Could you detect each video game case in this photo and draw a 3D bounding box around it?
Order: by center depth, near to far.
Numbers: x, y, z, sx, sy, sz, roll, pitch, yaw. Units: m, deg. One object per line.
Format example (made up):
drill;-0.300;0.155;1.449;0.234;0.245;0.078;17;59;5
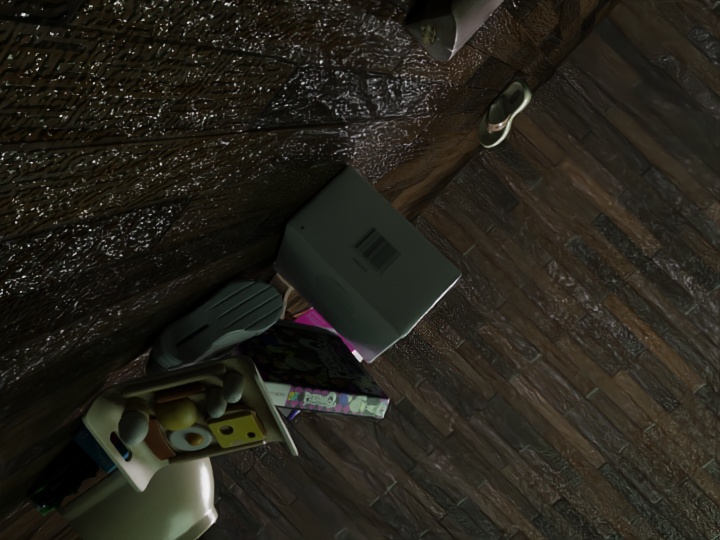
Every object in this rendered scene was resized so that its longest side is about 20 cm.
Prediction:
video game case;-0.082;0.119;0.980;0.200;0.181;0.036;45;-62;58

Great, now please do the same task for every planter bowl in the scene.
planter bowl;-0.275;0.310;1.006;0.200;0.135;0.200;-35;180;0

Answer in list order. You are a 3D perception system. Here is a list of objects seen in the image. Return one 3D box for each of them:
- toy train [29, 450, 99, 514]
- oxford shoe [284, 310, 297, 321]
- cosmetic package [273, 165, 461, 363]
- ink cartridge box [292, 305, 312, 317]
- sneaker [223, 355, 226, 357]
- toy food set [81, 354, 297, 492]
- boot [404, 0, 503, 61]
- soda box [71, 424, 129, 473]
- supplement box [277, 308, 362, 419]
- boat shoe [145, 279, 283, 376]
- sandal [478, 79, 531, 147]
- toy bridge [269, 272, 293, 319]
toy train;-0.366;0.257;1.032;0.056;0.042;0.200;-33;-174;45
oxford shoe;-0.148;0.087;1.206;0.071;0.071;0.200;-40;165;9
cosmetic package;0.000;0.000;1.013;0.123;0.199;0.200;-44;177;-21
ink cartridge box;-0.150;0.114;1.383;0.200;0.044;0.174;-25;-179;9
sneaker;-0.218;0.135;1.215;0.100;0.070;0.200;-51;-177;-20
toy food set;-0.184;0.179;0.838;0.199;0.144;0.060;-14;-143;8
boot;0.126;-0.264;0.611;0.200;0.064;0.186;-40;174;-6
soda box;-0.286;0.191;0.986;0.068;0.064;0.200;-46;176;7
supplement box;-0.067;0.128;1.203;0.200;0.103;0.101;-31;159;-49
boat shoe;-0.178;0.068;0.904;0.071;0.072;0.200;-37;172;41
sandal;0.333;-0.378;1.815;0.057;0.080;0.201;-22;157;-34
toy bridge;-0.152;0.068;1.121;0.027;0.067;0.200;-48;176;40
